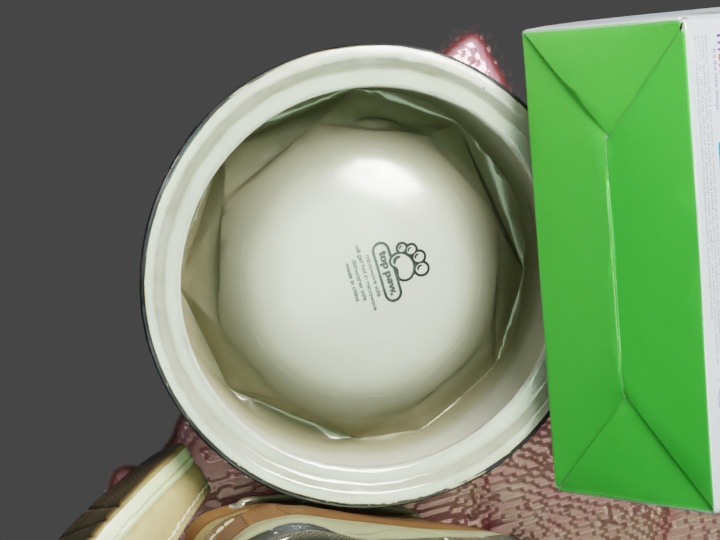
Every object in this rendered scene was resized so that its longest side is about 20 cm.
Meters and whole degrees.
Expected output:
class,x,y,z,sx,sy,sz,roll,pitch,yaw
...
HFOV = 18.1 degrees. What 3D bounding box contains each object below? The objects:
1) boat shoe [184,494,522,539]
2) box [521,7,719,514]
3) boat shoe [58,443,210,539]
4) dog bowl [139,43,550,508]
class,x,y,z,sx,sy,sz,roll,pitch,yaw
boat shoe,0.010,0.135,1.011,0.199,0.074,0.076,18,98,-36
box,0.170,-0.014,0.974,0.176,0.096,0.201,-12,100,-41
boat shoe,-0.123,0.165,0.981,0.066,0.074,0.200,42,66,-10
dog bowl,0.000,0.000,1.000,0.199,0.074,0.201,-1,96,-8
